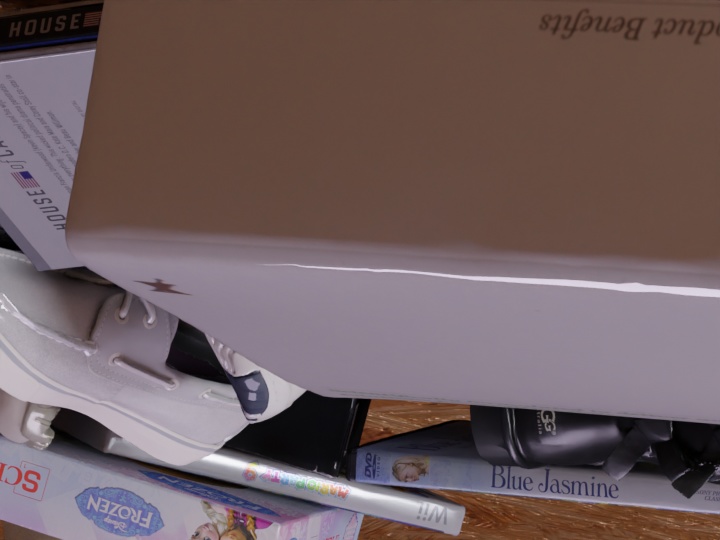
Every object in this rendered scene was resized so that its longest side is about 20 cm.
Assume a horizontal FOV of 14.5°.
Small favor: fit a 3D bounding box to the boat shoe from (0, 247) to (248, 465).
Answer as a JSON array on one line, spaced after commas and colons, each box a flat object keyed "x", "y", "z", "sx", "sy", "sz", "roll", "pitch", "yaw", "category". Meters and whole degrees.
[{"x": -0.108, "y": 0.029, "z": 1.239, "sx": 0.068, "sy": 0.072, "sz": 0.200, "roll": -34, "pitch": 137, "yaw": 19, "category": "boat shoe"}]

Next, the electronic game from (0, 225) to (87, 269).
[{"x": -0.172, "y": -0.030, "z": 1.245, "sx": 0.200, "sy": 0.042, "sz": 0.200, "roll": 5, "pitch": 173, "yaw": 1, "category": "electronic game"}]

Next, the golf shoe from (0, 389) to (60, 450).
[{"x": -0.197, "y": 0.022, "z": 1.346, "sx": 0.097, "sy": 0.078, "sz": 0.200, "roll": 9, "pitch": -159, "yaw": -27, "category": "golf shoe"}]

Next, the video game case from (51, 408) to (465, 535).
[{"x": -0.064, "y": 0.093, "z": 1.438, "sx": 0.200, "sy": 0.018, "sz": 0.143, "roll": 15, "pitch": 180, "yaw": -27, "category": "video game case"}]

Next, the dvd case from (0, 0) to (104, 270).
[{"x": -0.062, "y": -0.054, "z": 1.076, "sx": 0.200, "sy": 0.025, "sz": 0.150, "roll": -5, "pitch": 148, "yaw": 18, "category": "dvd case"}]

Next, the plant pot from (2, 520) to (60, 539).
[{"x": -0.138, "y": 0.118, "z": 1.647, "sx": 0.187, "sy": 0.200, "sz": 0.187, "roll": 8, "pitch": 168, "yaw": 2, "category": "plant pot"}]

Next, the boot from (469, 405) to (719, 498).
[{"x": 0.159, "y": 0.051, "z": 1.238, "sx": 0.162, "sy": 0.073, "sz": 0.198, "roll": 1, "pitch": -169, "yaw": 33, "category": "boot"}]

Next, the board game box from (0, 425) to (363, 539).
[{"x": -0.114, "y": 0.111, "z": 1.422, "sx": 0.200, "sy": 0.041, "sz": 0.200, "roll": 16, "pitch": -178, "yaw": 11, "category": "board game box"}]

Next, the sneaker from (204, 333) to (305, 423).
[{"x": 0.000, "y": 0.000, "z": 1.224, "sx": 0.130, "sy": 0.080, "sz": 0.199, "roll": -26, "pitch": 179, "yaw": 7, "category": "sneaker"}]

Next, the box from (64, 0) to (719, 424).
[{"x": 0.055, "y": -0.056, "z": 0.798, "sx": 0.199, "sy": 0.171, "sz": 0.200, "roll": 4, "pitch": 167, "yaw": 21, "category": "box"}]

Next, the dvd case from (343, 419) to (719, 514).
[{"x": 0.111, "y": 0.090, "z": 1.314, "sx": 0.200, "sy": 0.018, "sz": 0.143, "roll": 3, "pitch": -176, "yaw": 22, "category": "dvd case"}]

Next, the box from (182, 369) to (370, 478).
[{"x": -0.064, "y": 0.045, "z": 1.430, "sx": 0.141, "sy": 0.079, "sz": 0.200, "roll": 14, "pitch": 180, "yaw": 2, "category": "box"}]
